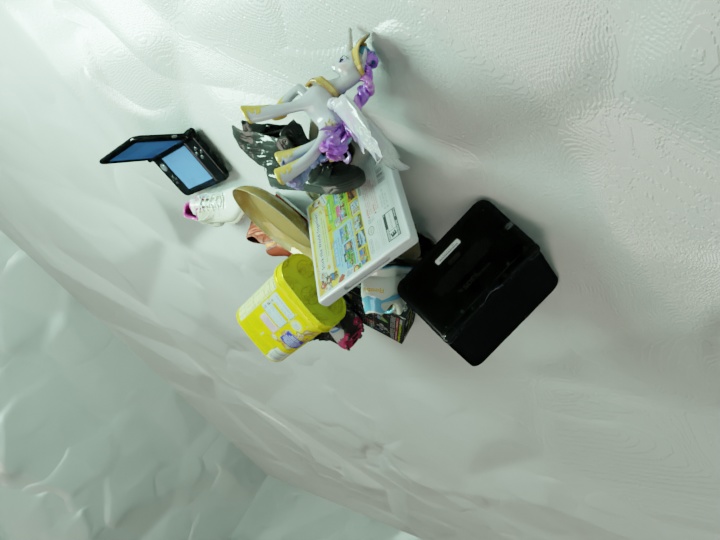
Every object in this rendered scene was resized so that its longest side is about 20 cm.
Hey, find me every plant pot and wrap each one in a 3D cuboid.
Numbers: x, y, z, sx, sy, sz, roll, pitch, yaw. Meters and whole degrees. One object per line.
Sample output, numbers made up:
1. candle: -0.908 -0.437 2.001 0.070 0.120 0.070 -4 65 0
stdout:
1. plant pot: -0.144 -0.086 0.978 0.199 0.028 0.200 34 165 10

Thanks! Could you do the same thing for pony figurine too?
1. pony figurine: -0.036 -0.198 0.733 0.199 0.166 0.194 -30 85 13

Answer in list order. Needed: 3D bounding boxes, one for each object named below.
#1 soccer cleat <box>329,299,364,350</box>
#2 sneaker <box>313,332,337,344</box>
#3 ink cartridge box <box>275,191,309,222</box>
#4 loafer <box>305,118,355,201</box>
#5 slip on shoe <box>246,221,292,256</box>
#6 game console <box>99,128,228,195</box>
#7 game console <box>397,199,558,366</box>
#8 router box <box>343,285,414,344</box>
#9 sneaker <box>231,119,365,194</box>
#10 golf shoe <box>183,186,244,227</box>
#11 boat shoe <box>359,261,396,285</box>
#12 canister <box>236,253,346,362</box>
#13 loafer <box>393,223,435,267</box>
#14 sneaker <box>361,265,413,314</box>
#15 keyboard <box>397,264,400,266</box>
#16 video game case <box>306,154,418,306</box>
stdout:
1. soccer cleat: -0.045 0.099 1.134 0.086 0.070 0.201 37 163 23
2. sneaker: -0.100 0.129 1.198 0.199 0.083 0.073 33 146 -26
3. ink cartridge box: -0.107 -0.077 1.018 0.160 0.047 0.200 40 -179 -9
4. loafer: -0.048 -0.178 0.888 0.068 0.076 0.201 31 148 15
5. slip on shoe: -0.166 -0.053 1.140 0.199 0.062 0.074 28 174 32
6. game console: -0.400 -0.209 1.115 0.199 0.117 0.176 -6 131 47
7. game console: 0.187 0.024 0.864 0.176 0.200 0.116 45 -177 15
8. router box: 0.037 0.069 1.114 0.149 0.062 0.200 27 163 12
9. sneaker: -0.092 -0.176 0.823 0.198 0.060 0.105 6 127 22
10. golf shoe: -0.309 -0.134 1.161 0.091 0.076 0.199 4 169 -40
11. boat shoe: 0.000 0.000 0.984 0.068 0.199 0.057 4 99 41
12. canister: -0.138 0.078 1.037 0.149 0.087 0.200 50 133 -2
13. loafer: 0.062 -0.054 0.914 0.067 0.077 0.199 -17 164 32
14. sneaker: 0.053 0.031 0.924 0.076 0.082 0.199 4 -179 27
15. keyboard: 0.129 0.028 1.042 0.198 0.040 0.105 12 143 30
16. video game case: -0.006 -0.072 0.828 0.181 0.201 0.023 -36 136 27
